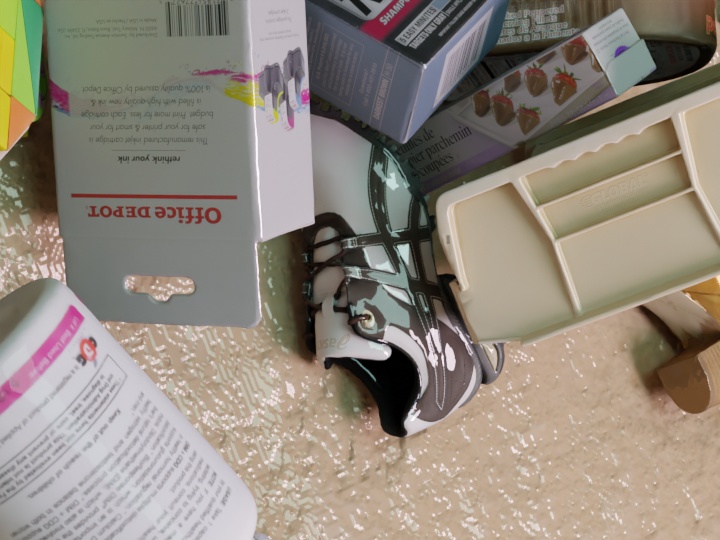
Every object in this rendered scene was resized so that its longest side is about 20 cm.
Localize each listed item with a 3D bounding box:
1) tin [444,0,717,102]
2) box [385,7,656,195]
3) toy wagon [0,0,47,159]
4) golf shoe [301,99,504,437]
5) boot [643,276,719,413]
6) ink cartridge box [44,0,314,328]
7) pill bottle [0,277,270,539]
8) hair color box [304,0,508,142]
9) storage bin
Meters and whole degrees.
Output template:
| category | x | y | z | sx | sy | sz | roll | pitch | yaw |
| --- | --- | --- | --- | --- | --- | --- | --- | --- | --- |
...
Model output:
| category | x | y | z | sx | sy | sz | roll | pitch | yaw |
| --- | --- | --- | --- | --- | --- | --- | --- | --- | --- |
| tin | 0.103 | -0.129 | 1.193 | 0.112 | 0.200 | 0.042 | 43 | 43 | -71 |
| box | 0.078 | -0.086 | 1.147 | 0.041 | 0.200 | 0.039 | -33 | 95 | -39 |
| toy wagon | -0.188 | -0.117 | 0.985 | 0.200 | 0.040 | 0.155 | 45 | 43 | -65 |
| golf shoe | 0.000 | 0.000 | 1.142 | 0.200 | 0.078 | 0.094 | 54 | 52 | -11 |
| boot | 0.218 | -0.017 | 1.329 | 0.144 | 0.071 | 0.201 | -27 | 97 | -45 |
| ink cartridge box | -0.089 | -0.077 | 1.043 | 0.068 | 0.115 | 0.200 | -22 | 112 | -64 |
| pill bottle | -0.122 | 0.111 | 0.991 | 0.200 | 0.113 | 0.113 | 49 | 53 | -15 |
| hair color box | -0.030 | -0.162 | 1.108 | 0.200 | 0.061 | 0.099 | 31 | 51 | 14 |
| storage bin | 0.159 | -0.046 | 1.153 | 0.094 | 0.198 | 0.200 | 67 | 21 | -5 |
